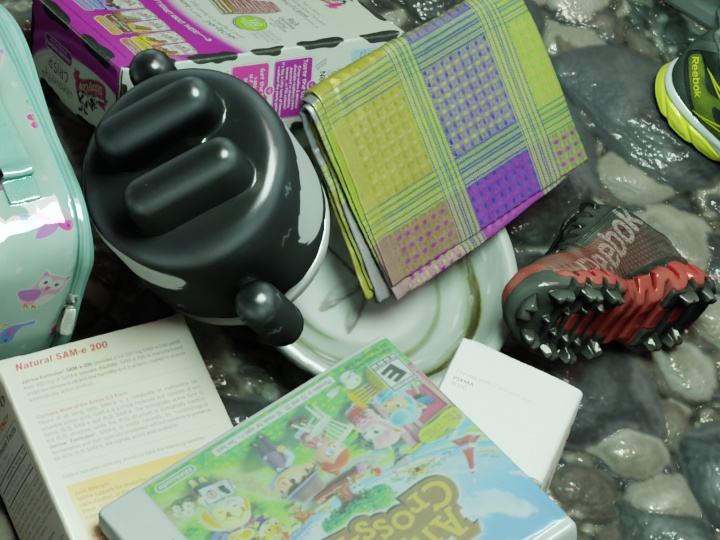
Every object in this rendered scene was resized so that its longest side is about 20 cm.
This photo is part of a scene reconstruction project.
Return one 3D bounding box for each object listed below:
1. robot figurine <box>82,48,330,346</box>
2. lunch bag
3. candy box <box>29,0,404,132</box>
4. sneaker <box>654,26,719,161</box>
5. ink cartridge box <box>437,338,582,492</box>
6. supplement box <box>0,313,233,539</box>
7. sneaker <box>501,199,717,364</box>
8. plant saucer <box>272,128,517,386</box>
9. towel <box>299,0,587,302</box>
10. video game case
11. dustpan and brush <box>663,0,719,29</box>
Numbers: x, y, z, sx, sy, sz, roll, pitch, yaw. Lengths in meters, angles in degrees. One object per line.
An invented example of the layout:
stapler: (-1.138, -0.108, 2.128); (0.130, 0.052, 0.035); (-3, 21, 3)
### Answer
robot figurine: (-0.085, -0.043, 1.657); (0.124, 0.200, 0.151); (10, 75, 15)
lunch bag: (-0.217, -0.047, 1.671); (0.077, 0.161, 0.201); (-11, 60, -27)
candy box: (-0.091, -0.136, 1.812); (0.199, 0.061, 0.136); (-10, 30, -27)
sneaker: (0.291, -0.087, 1.972); (0.200, 0.085, 0.075); (39, 54, 4)
ink cartridge box: (0.048, 0.162, 1.664); (0.082, 0.147, 0.200); (23, 53, 7)
supplement box: (-0.128, 0.138, 1.655); (0.125, 0.074, 0.201); (-13, 67, -29)
sneaker: (0.143, 0.004, 1.839); (0.200, 0.071, 0.098); (-4, 49, -52)
plant saucer: (0.000, 0.000, 1.812); (0.199, 0.050, 0.201); (12, 56, -18)
towel: (0.051, -0.085, 1.804); (0.200, 0.023, 0.144); (-34, 109, -34)
video game case: (-0.014, 0.140, 1.571); (0.199, 0.022, 0.182); (-31, 51, -20)
dustpan and brush: (0.277, -0.188, 1.959); (0.139, 0.200, 0.057); (31, 59, -4)
